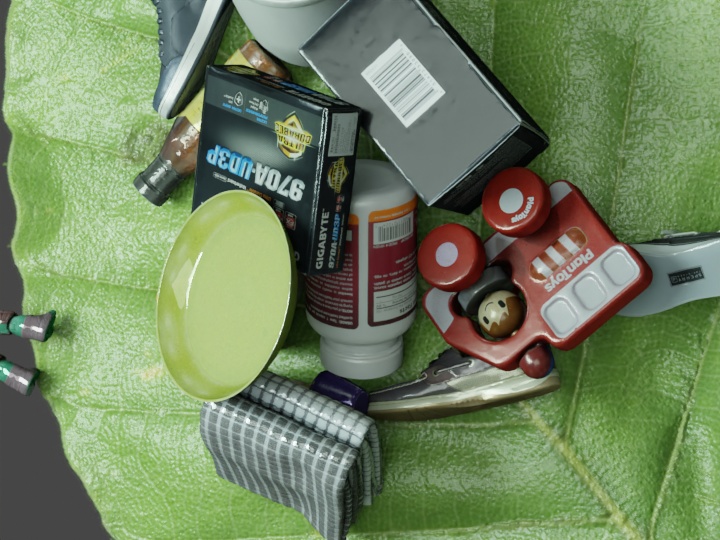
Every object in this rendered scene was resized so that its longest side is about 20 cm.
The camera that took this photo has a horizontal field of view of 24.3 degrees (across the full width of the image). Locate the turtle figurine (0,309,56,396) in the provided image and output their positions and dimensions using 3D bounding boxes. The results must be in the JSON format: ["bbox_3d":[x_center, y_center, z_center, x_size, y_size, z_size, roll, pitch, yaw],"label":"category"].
[{"bbox_3d":[-0.436,0.060,1.797,0.200,0.101,0.150,20,120,-1],"label":"turtle figurine"}]

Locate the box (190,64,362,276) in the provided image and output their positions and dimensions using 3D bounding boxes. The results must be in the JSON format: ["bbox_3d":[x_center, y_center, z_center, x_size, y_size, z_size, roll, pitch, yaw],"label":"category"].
[{"bbox_3d":[-0.083,-0.100,1.594,0.200,0.046,0.159,26,114,46],"label":"box"}]

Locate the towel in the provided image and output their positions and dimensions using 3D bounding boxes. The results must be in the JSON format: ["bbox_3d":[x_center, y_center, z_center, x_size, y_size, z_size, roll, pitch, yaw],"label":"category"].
[{"bbox_3d":[-0.069,0.182,1.652,0.165,0.200,0.086,21,64,13],"label":"towel"}]

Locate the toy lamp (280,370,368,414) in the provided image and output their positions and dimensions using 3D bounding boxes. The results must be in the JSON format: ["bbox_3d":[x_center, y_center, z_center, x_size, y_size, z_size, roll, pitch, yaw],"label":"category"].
[{"bbox_3d":[-0.084,0.117,1.712,0.200,0.058,0.058,14,93,30],"label":"toy lamp"}]

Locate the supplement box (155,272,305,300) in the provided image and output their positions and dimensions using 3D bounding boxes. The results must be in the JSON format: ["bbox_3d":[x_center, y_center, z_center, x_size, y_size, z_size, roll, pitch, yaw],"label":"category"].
[{"bbox_3d":[-0.109,-0.032,1.729,0.126,0.074,0.200,28,97,14],"label":"supplement box"}]

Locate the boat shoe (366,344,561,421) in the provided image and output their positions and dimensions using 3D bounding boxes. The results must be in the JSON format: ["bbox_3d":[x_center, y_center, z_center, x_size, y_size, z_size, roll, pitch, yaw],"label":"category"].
[{"bbox_3d":[0.101,0.108,1.678,0.200,0.072,0.065,-12,74,17],"label":"boat shoe"}]

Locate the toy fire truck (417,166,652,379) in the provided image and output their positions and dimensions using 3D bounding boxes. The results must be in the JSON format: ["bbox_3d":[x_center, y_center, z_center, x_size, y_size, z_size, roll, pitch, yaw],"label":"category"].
[{"bbox_3d":[0.161,0.011,1.612,0.200,0.112,0.168,-41,58,12],"label":"toy fire truck"}]

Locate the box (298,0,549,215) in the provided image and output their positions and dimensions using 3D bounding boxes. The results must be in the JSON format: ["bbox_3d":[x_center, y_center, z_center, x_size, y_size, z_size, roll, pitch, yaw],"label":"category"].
[{"bbox_3d":[0.067,-0.168,1.620,0.124,0.197,0.200,-42,80,11],"label":"box"}]

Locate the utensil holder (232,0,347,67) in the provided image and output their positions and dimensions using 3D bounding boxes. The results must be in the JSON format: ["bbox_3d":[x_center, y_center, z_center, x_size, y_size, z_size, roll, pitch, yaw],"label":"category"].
[{"bbox_3d":[-0.057,-0.305,1.637,0.169,0.200,0.170,-1,78,5],"label":"utensil holder"}]

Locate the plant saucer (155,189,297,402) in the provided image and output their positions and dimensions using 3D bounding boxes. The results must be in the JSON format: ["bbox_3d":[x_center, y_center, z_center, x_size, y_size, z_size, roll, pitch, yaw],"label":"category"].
[{"bbox_3d":[-0.120,0.026,1.567,0.200,0.031,0.201,-15,69,45],"label":"plant saucer"}]

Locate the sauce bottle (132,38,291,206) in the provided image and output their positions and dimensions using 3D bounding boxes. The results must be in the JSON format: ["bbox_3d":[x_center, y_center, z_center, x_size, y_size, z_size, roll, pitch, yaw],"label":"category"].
[{"bbox_3d":[-0.159,-0.152,1.748,0.200,0.066,0.066,-45,79,9],"label":"sauce bottle"}]

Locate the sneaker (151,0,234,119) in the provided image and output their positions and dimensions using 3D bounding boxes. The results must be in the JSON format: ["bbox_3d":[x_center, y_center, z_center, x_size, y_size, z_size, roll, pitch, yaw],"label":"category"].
[{"bbox_3d":[-0.214,-0.271,1.751,0.146,0.077,0.203,21,85,3],"label":"sneaker"}]

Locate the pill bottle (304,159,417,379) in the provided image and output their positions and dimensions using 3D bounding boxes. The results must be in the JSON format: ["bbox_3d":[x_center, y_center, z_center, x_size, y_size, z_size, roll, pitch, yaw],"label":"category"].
[{"bbox_3d":[0.000,0.000,1.656,0.113,0.113,0.200,7,115,15],"label":"pill bottle"}]

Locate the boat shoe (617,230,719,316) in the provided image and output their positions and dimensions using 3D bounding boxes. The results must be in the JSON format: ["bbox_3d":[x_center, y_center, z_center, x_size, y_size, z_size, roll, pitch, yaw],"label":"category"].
[{"bbox_3d":[0.309,-0.006,1.620,0.199,0.068,0.074,-17,97,38],"label":"boat shoe"}]
